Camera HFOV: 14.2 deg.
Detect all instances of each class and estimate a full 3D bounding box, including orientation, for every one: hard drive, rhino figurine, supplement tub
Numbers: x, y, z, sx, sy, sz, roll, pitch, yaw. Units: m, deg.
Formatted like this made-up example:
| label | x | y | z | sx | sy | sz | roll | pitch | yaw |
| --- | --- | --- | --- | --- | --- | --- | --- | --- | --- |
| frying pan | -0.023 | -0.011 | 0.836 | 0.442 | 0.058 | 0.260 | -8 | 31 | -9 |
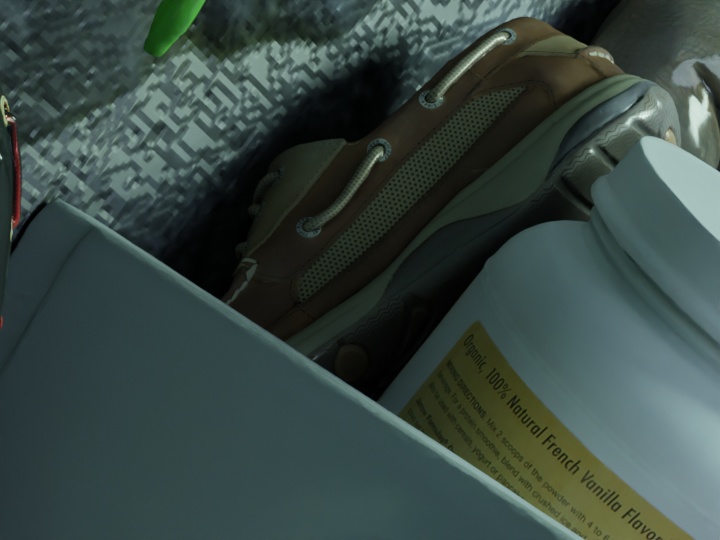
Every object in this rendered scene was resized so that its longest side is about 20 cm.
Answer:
| label | x | y | z | sx | sy | sz | roll | pitch | yaw |
| --- | --- | --- | --- | --- | --- | --- | --- | --- | --- |
| hard drive | -0.043 | 0.082 | 0.732 | 0.132 | 0.200 | 0.026 | -59 | 144 | 1 |
| rhino figurine | 0.071 | -0.009 | 0.924 | 0.200 | 0.060 | 0.087 | -52 | 125 | -8 |
| supplement tub | 0.061 | 0.078 | 0.794 | 0.200 | 0.144 | 0.144 | -51 | 147 | 14 |

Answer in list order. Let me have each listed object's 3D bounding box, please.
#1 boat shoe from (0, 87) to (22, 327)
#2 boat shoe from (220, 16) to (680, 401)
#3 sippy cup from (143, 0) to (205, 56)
| label | x | y | z | sx | sy | sz | roll | pitch | yaw |
| --- | --- | --- | --- | --- | --- | --- | --- | --- | --- |
| boat shoe | -0.123 | 0.029 | 0.705 | 0.073 | 0.063 | 0.202 | 12 | 129 | -8 |
| boat shoe | 0.000 | 0.000 | 0.840 | 0.200 | 0.072 | 0.076 | -36 | 150 | -13 |
| sippy cup | -0.116 | -0.093 | 0.531 | 0.140 | 0.177 | 0.131 | 63 | 35 | -60 |
